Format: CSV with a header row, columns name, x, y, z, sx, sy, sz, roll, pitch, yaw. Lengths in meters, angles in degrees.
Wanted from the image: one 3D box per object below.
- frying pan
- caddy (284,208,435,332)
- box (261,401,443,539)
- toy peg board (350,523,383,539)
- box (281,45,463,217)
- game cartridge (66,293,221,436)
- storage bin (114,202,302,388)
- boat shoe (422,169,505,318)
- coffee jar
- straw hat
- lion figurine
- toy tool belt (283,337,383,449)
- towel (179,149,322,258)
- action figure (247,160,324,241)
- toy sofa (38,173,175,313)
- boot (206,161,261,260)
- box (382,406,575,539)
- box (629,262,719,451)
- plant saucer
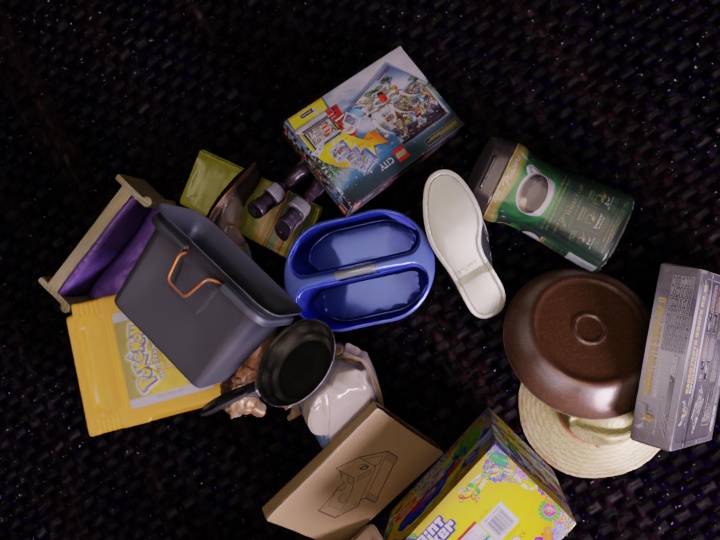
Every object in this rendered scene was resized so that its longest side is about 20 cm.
name,x,y,z,sx,sy,sz,roll,pitch,yaw
frying pan,-0.100,0.138,0.809,0.190,0.031,0.115,-46,41,-3
caddy,0.000,0.000,0.887,0.196,0.105,0.144,-13,89,9
box,-0.006,0.269,0.877,0.200,0.163,0.021,-44,42,7
toy peg board,-0.017,0.478,0.876,0.098,0.198,0.202,-35,86,45
box,0.017,-0.181,0.876,0.199,0.038,0.137,-37,85,-19
game cartridge,-0.286,0.114,0.934,0.197,0.032,0.180,-13,89,-17
storage bin,-0.194,0.038,0.813,0.199,0.145,0.135,41,99,12
boat shoe,0.126,-0.038,0.862,0.074,0.066,0.201,-29,109,5
coffee jar,0.231,-0.086,0.859,0.198,0.085,0.106,28,96,8
straw hat,0.300,0.176,0.850,0.197,0.085,0.205,0,91,9
lion figurine,-0.130,0.091,0.901,0.071,0.122,0.204,15,92,9
toy tool belt,-0.036,0.176,0.891,0.123,0.123,0.203,-18,130,-17
towel,-0.156,-0.092,0.957,0.197,0.018,0.087,26,94,8
action figure,-0.058,-0.133,0.901,0.130,0.069,0.200,42,71,4
toy sofa,-0.343,-0.027,0.955,0.097,0.083,0.201,41,96,7
boot,-0.174,-0.045,0.933,0.096,0.075,0.201,36,87,-17
box,0.135,0.298,0.824,0.122,0.193,0.200,42,96,6
box,0.384,0.102,0.801,0.048,0.157,0.204,11,92,43
plant saucer,0.275,0.077,0.830,0.196,0.037,0.204,-1,60,2
